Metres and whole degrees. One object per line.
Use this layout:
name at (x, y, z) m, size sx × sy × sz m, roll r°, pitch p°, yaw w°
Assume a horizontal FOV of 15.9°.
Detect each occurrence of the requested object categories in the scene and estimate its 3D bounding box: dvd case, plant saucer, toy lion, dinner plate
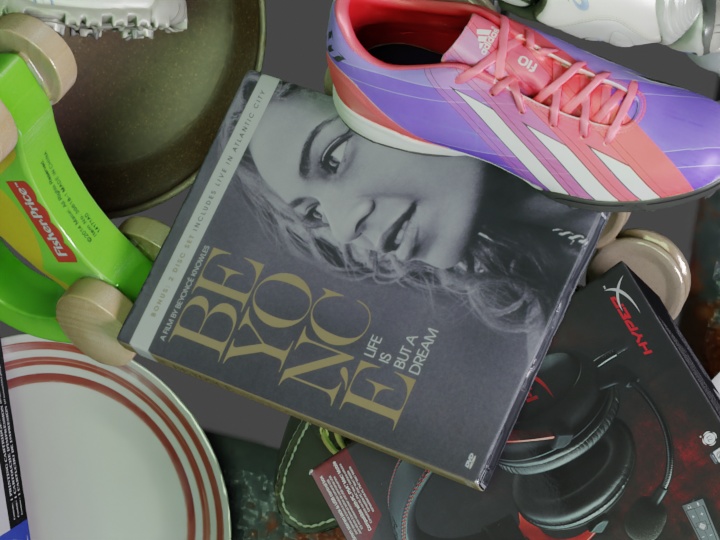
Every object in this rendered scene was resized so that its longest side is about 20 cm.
dvd case at (0.000, 0.000, 1.197) m, size 0.199 × 0.016 × 0.149 m, roll 20°, pitch 77°, yaw 26°
plant saucer at (-0.139, -0.127, 1.308) m, size 0.199 × 0.037 × 0.202 m, roll 2°, pitch 98°, yaw 14°
toy lion at (-0.200, -0.047, 1.275) m, size 0.191 × 0.069 × 0.201 m, roll -1°, pitch 130°, yaw 43°
dinner plate at (-0.160, 0.131, 1.356) m, size 0.199 × 0.024 × 0.202 m, roll 2°, pitch 99°, yaw 14°

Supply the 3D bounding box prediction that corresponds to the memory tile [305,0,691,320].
memory tile at (0.053, -0.031, 1.253) m, size 0.153 × 0.017 × 0.200 m, roll -34°, pitch 97°, yaw 31°

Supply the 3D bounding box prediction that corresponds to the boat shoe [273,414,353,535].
boat shoe at (0.012, 0.062, 1.264) m, size 0.072 × 0.061 × 0.202 m, roll 37°, pitch 119°, yaw 1°

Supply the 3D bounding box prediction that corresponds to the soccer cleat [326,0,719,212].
soccer cleat at (0.075, -0.080, 1.159) m, size 0.199 × 0.073 × 0.068 m, roll 15°, pitch 59°, yaw 21°

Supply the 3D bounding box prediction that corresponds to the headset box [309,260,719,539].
headset box at (0.083, 0.116, 1.183) m, size 0.199 × 0.075 × 0.149 m, roll -34°, pitch 66°, yaw 10°

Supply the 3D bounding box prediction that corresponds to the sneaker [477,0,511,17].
sneaker at (0.040, -0.210, 1.231) m, size 0.079 × 0.075 × 0.202 m, roll 8°, pitch 99°, yaw 16°

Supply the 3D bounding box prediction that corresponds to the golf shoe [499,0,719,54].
golf shoe at (0.095, -0.148, 1.147) m, size 0.096 × 0.200 × 0.079 m, roll -4°, pitch 106°, yaw -11°

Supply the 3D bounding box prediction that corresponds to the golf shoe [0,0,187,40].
golf shoe at (-0.174, -0.169, 1.257) m, size 0.199 × 0.078 × 0.098 m, roll 15°, pitch 95°, yaw 11°

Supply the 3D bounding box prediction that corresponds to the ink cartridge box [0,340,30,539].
ink cartridge box at (-0.205, 0.128, 1.307) m, size 0.044 × 0.094 × 0.202 m, roll -6°, pitch 97°, yaw 15°

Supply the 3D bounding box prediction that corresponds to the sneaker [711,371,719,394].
sneaker at (0.192, 0.111, 1.236) m, size 0.116 × 0.074 × 0.200 m, roll 45°, pitch 104°, yaw 8°

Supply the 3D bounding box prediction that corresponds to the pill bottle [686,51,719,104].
pill bottle at (0.200, -0.150, 1.178) m, size 0.110 × 0.111 × 0.202 m, roll 0°, pitch 97°, yaw 15°
